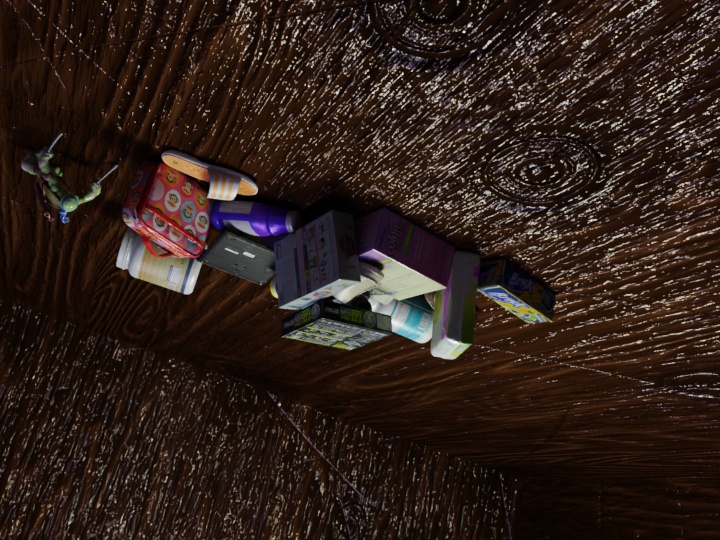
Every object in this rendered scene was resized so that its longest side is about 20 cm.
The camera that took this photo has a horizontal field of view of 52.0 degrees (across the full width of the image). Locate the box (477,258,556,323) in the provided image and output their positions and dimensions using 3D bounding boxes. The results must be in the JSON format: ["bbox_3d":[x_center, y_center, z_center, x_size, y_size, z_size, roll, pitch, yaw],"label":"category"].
[{"bbox_3d":[0.342,0.048,1.617,0.198,0.065,0.069,30,155,-34],"label":"box"}]

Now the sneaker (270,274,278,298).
[{"bbox_3d":[-0.106,0.032,1.703,0.197,0.076,0.084,-17,-162,-28],"label":"sneaker"}]

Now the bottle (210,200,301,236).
[{"bbox_3d":[-0.225,-0.112,1.602,0.196,0.067,0.084,5,160,24],"label":"bottle"}]

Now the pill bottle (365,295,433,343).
[{"bbox_3d":[0.094,0.098,1.843,0.197,0.113,0.110,24,157,-21],"label":"pill bottle"}]

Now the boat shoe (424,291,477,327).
[{"bbox_3d":[0.220,0.090,1.813,0.074,0.076,0.202,15,157,41],"label":"boat shoe"}]

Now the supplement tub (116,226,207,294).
[{"bbox_3d":[-0.500,-0.036,1.865,0.197,0.147,0.144,19,159,-12],"label":"supplement tub"}]

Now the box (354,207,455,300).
[{"bbox_3d":[0.066,-0.030,1.568,0.198,0.098,0.175,25,157,-27],"label":"box"}]

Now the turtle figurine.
[{"bbox_3d":[-0.641,-0.217,1.613,0.192,0.204,0.142,27,-160,38],"label":"turtle figurine"}]

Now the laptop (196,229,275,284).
[{"bbox_3d":[-0.284,-0.046,1.709,0.175,0.105,0.199,21,137,-33],"label":"laptop"}]

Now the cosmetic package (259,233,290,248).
[{"bbox_3d":[-0.175,-0.034,1.779,0.081,0.051,0.201,12,159,13],"label":"cosmetic package"}]

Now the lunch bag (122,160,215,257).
[{"bbox_3d":[-0.406,-0.115,1.561,0.081,0.179,0.200,4,158,34],"label":"lunch bag"}]

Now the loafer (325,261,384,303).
[{"bbox_3d":[-0.028,0.031,1.549,0.075,0.069,0.198,29,155,-33],"label":"loafer"}]

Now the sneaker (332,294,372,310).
[{"bbox_3d":[-0.034,0.082,1.770,0.074,0.117,0.201,-20,158,-17],"label":"sneaker"}]

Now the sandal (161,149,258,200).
[{"bbox_3d":[-0.312,-0.179,1.504,0.203,0.060,0.079,19,159,-10],"label":"sandal"}]

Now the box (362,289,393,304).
[{"bbox_3d":[0.000,0.000,1.699,0.197,0.069,0.082,23,137,-21],"label":"box"}]

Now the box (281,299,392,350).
[{"bbox_3d":[-0.052,0.124,1.636,0.197,0.045,0.159,15,153,-35],"label":"box"}]

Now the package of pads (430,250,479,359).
[{"bbox_3d":[0.203,0.079,1.596,0.067,0.204,0.155,10,160,-4],"label":"package of pads"}]

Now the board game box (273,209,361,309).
[{"bbox_3d":[-0.094,-0.018,1.529,0.064,0.151,0.198,9,156,-42],"label":"board game box"}]
